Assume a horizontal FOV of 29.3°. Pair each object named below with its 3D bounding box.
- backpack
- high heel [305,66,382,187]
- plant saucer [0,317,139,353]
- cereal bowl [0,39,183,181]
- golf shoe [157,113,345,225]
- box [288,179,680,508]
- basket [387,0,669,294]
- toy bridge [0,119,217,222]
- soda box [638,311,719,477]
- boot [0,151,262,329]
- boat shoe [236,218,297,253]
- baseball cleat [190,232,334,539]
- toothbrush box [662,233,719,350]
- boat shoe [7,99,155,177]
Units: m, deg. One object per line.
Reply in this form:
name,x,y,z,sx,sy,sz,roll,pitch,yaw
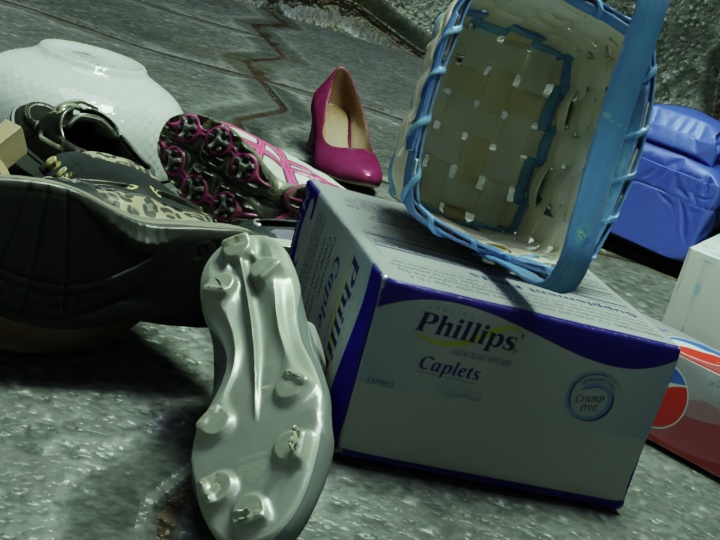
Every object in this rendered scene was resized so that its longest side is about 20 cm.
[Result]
backpack,0.358,-0.096,1.552,0.162,0.169,0.200,31,15,23
high heel,-0.014,-0.152,1.450,0.067,0.097,0.200,10,16,-25
plant saucer,-0.215,0.002,0.789,0.199,0.032,0.200,16,14,-4
cereal bowl,-0.243,-0.149,1.206,0.199,0.084,0.200,16,16,-5
golf shoe,-0.075,-0.063,1.121,0.199,0.073,0.092,32,11,13
box,0.058,0.038,0.824,0.183,0.106,0.200,13,15,-17
basket,0.100,-0.086,0.773,0.138,0.178,0.200,18,3,-14
toy bridge,-0.192,-0.043,0.931,0.199,0.027,0.067,25,51,23
soda box,0.193,0.070,0.948,0.199,0.064,0.070,27,17,36
boot,-0.163,-0.025,0.758,0.202,0.074,0.154,9,13,-35
boat shoe,-0.001,0.002,0.953,0.198,0.075,0.066,5,29,-10
baseball cleat,-0.037,0.070,0.670,0.069,0.107,0.201,-16,42,11
toothbrush box,0.373,0.032,1.256,0.146,0.086,0.200,24,17,22
boat shoe,-0.206,-0.092,1.034,0.070,0.064,0.200,-8,32,-38
